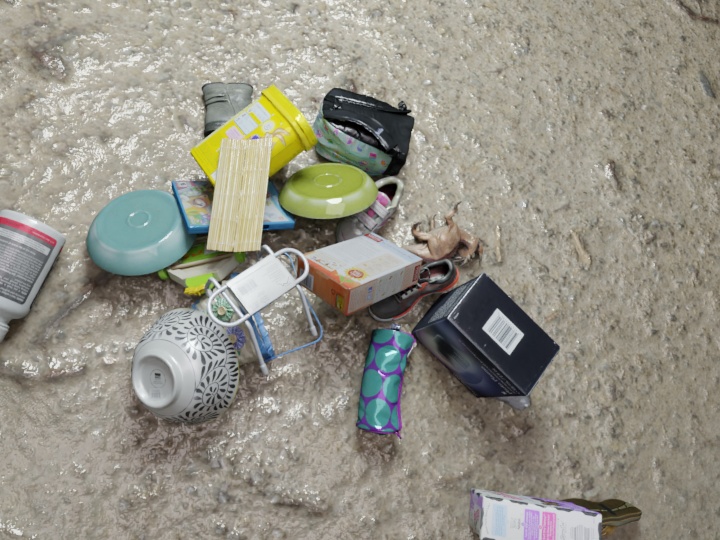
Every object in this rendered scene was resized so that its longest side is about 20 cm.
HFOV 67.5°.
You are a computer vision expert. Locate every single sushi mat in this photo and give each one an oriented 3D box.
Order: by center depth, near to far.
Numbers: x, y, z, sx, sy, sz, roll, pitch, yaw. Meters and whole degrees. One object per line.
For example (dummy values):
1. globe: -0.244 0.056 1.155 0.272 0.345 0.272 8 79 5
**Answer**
1. sushi mat: -0.203 -0.129 0.907 0.094 0.012 0.203 3 79 7

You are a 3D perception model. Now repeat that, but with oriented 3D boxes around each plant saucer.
1. plant saucer: -0.393 -0.082 0.965 0.197 0.036 0.202 1 53 -2
2. plant saucer: -0.063 -0.164 1.052 0.197 0.031 0.201 -1 37 1

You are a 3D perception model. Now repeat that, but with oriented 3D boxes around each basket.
1. basket: -0.185 0.084 0.968 0.198 0.139 0.178 -26 84 -10

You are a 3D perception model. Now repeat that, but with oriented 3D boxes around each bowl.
1. bowl: -0.309 0.169 0.885 0.198 0.094 0.204 2 95 20

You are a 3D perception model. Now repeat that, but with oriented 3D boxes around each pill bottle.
1. pill bottle: -0.589 0.011 0.895 0.109 0.111 0.203 21 72 -8

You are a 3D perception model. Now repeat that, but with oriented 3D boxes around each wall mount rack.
1. wall mount rack: -0.153 0.059 0.881 0.199 0.075 0.174 -36 84 -37

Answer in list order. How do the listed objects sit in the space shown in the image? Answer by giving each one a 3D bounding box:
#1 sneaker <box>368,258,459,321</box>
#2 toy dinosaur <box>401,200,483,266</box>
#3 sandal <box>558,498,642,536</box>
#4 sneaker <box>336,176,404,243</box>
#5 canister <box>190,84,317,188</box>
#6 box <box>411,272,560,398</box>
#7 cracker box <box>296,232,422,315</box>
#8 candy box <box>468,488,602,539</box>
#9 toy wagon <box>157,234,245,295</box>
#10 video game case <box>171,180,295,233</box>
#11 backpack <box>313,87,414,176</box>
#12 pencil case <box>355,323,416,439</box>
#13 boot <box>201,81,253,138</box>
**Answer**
1. sneaker: 0.101 0.027 1.066 0.198 0.082 0.078 -30 67 -2
2. toy dinosaur: 0.174 -0.052 1.129 0.198 0.086 0.137 -26 91 -13
3. sandal: 0.475 0.499 1.080 0.197 0.080 0.055 5 96 -18
4. sneaker: 0.021 -0.123 1.100 0.081 0.088 0.201 35 71 -4
5. canister: -0.198 -0.229 0.990 0.199 0.087 0.149 -38 58 -4
6. box: 0.230 0.134 1.032 0.200 0.198 0.123 44 71 0
7. cracker box: 0.000 0.000 0.982 0.133 0.058 0.199 30 35 35
8. candy box: 0.302 0.446 0.963 0.197 0.168 0.073 6 74 6
9. toy wagon: -0.282 -0.021 0.964 0.153 0.040 0.202 -12 44 1
10. video game case: -0.237 -0.123 1.007 0.197 0.018 0.144 -5 43 -30
11. backpack: 0.001 -0.283 1.112 0.197 0.127 0.169 18 50 -9
12. pencil case: 0.050 0.208 1.027 0.091 0.085 0.203 6 74 16
13. boot: -0.224 -0.327 1.102 0.197 0.068 0.133 1 70 -16
